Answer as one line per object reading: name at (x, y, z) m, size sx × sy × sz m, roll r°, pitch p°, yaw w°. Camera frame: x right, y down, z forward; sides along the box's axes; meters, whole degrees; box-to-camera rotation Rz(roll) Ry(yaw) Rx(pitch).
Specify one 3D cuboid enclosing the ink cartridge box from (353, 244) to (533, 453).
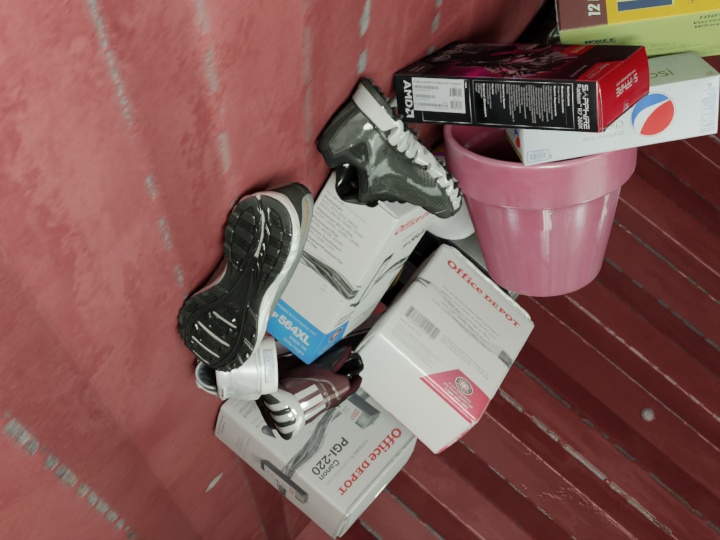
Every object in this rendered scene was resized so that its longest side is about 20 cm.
ink cartridge box at (0.091, 0.083, 1.384) m, size 0.085 × 0.146 × 0.200 m, roll -47°, pitch -179°, yaw 41°

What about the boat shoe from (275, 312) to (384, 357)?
boat shoe at (-0.017, 0.102, 1.439) m, size 0.199 × 0.068 × 0.072 m, roll -12°, pitch 155°, yaw -26°

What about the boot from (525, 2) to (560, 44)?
boot at (0.218, -0.271, 1.431) m, size 0.200 × 0.068 × 0.131 m, roll -49°, pitch 167°, yaw -54°

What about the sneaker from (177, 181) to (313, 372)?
sneaker at (-0.091, 0.009, 1.050) m, size 0.201 × 0.074 × 0.079 m, roll -58°, pitch 172°, yaw 34°

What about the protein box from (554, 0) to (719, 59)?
protein box at (0.285, -0.284, 1.182) m, size 0.200 × 0.197 × 0.136 m, roll 8°, pitch 77°, yaw -78°

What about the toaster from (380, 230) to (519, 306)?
toaster at (0.116, -0.007, 1.557) m, size 0.119 × 0.181 × 0.200 m, roll -46°, pitch 170°, yaw -35°

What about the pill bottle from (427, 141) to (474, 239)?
pill bottle at (0.146, -0.126, 1.472) m, size 0.200 × 0.104 × 0.104 m, roll -42°, pitch 166°, yaw -41°

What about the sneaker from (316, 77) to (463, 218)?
sneaker at (0.022, -0.089, 1.107) m, size 0.090 × 0.067 × 0.200 m, roll -41°, pitch 144°, yaw 6°

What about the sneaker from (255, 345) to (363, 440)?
sneaker at (-0.055, 0.117, 1.310) m, size 0.115 × 0.076 × 0.200 m, roll -26°, pitch -165°, yaw -11°

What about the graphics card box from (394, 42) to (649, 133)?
graphics card box at (0.145, -0.168, 1.117) m, size 0.125 × 0.199 × 0.051 m, roll -37°, pitch 126°, yaw -50°

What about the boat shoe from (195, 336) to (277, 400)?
boat shoe at (-0.126, 0.097, 1.198) m, size 0.200 × 0.068 × 0.072 m, roll -176°, pitch -96°, yaw -76°

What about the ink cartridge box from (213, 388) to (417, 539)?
ink cartridge box at (-0.053, 0.196, 1.473) m, size 0.146 × 0.200 × 0.085 m, roll -44°, pitch 168°, yaw -30°

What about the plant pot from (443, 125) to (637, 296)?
plant pot at (0.194, -0.081, 1.320) m, size 0.200 × 0.199 × 0.180 m, roll -41°, pitch 135°, yaw -40°

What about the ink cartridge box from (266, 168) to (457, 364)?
ink cartridge box at (-0.006, -0.023, 1.247) m, size 0.146 × 0.084 × 0.200 m, roll -34°, pitch 161°, yaw -55°

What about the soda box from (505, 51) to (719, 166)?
soda box at (0.244, -0.159, 1.207) m, size 0.068 × 0.199 × 0.064 m, roll -108°, pitch -170°, yaw -58°

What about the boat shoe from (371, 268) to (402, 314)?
boat shoe at (0.000, 0.000, 1.427) m, size 0.200 × 0.072 × 0.065 m, roll 113°, pitch -20°, yaw -54°
